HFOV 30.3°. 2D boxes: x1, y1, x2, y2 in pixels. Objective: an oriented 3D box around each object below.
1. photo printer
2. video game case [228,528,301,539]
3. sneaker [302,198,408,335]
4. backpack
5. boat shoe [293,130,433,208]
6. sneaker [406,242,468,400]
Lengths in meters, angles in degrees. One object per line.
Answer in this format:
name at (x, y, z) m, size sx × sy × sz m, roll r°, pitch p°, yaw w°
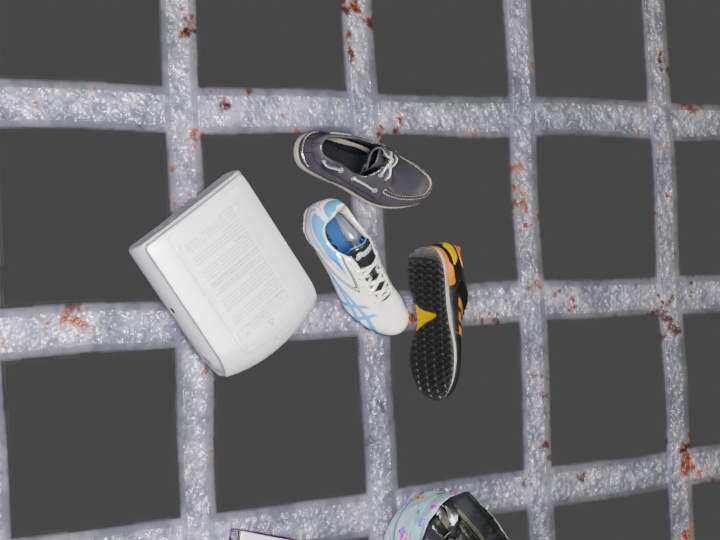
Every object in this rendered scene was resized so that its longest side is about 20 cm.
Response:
photo printer at (-0.153, 0.010, 1.560) m, size 0.166 × 0.069 × 0.201 m, roll -41°, pitch 107°, yaw -24°
video game case at (-0.081, 0.417, 1.600) m, size 0.198 × 0.036 × 0.184 m, roll 15°, pitch 80°, yaw -27°
sneaker at (0.000, 0.000, 1.645) m, size 0.072 × 0.072 × 0.201 m, roll -43°, pitch 109°, yaw -25°
backpack at (0.122, 0.373, 1.665) m, size 0.167 × 0.126 × 0.201 m, roll -43°, pitch 107°, yaw -35°
boat shoe at (0.014, -0.126, 1.662) m, size 0.198 × 0.063 × 0.074 m, roll 17°, pitch 80°, yaw -27°
sneaker at (0.112, 0.063, 1.706) m, size 0.090 × 0.069 × 0.203 m, roll -17°, pitch 106°, yaw -51°
